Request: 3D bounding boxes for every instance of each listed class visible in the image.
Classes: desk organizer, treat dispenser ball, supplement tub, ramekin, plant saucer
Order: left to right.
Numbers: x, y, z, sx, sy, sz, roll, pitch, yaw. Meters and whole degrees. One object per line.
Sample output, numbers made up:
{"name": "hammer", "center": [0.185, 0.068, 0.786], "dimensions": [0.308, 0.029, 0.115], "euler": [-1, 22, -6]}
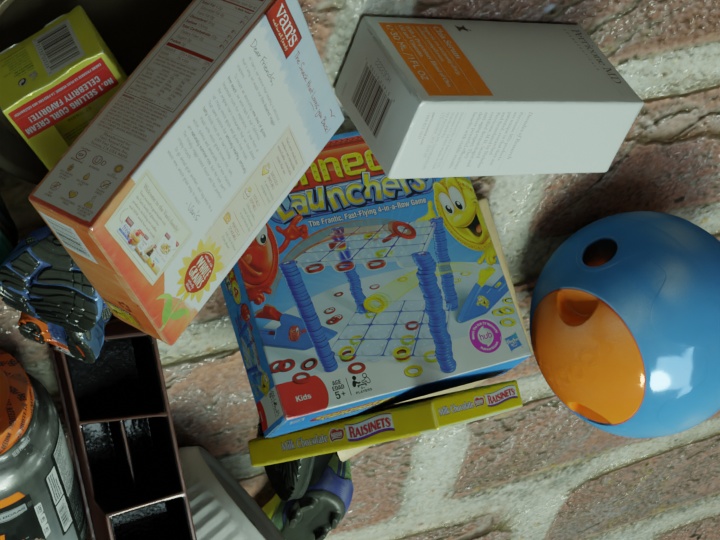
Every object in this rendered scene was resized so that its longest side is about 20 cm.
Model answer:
{"name": "supplement tub", "center": [-0.284, 0.155, 1.083], "dimensions": [0.122, 0.123, 0.200], "euler": [-19, 142, -14]}
{"name": "plant saucer", "center": [-0.160, -0.134, 0.906], "dimensions": [0.199, 0.030, 0.201], "euler": [-18, 141, -15]}
{"name": "desk organizer", "center": [-0.180, 0.140, 1.085], "dimensions": [0.071, 0.077, 0.201], "euler": [-14, 102, -20]}
{"name": "ramekin", "center": [-0.132, 0.249, 1.243], "dimensions": [0.105, 0.200, 0.200], "euler": [-40, 144, -5]}
{"name": "treat dispenser ball", "center": [0.251, 0.048, 1.256], "dimensions": [0.200, 0.201, 0.201], "euler": [-19, 142, -15]}

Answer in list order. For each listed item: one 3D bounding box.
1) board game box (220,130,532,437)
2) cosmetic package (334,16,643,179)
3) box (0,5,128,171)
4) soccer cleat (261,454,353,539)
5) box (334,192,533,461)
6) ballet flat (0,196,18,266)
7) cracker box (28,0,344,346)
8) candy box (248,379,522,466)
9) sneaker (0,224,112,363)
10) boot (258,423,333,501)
{"name": "board game box", "center": [0.000, 0.000, 1.029], "dimensions": [0.199, 0.197, 0.056], "euler": [-13, 166, -22]}
{"name": "cosmetic package", "center": [0.094, -0.126, 1.028], "dimensions": [0.199, 0.102, 0.071], "euler": [-4, 136, -32]}
{"name": "box", "center": [-0.160, -0.076, 0.908], "dimensions": [0.075, 0.050, 0.200], "euler": [-31, 144, -2]}
{"name": "soccer cleat", "center": [-0.069, 0.244, 1.385], "dimensions": [0.065, 0.084, 0.200], "euler": [34, 133, -15]}
{"name": "box", "center": [0.042, 0.049, 1.190], "dimensions": [0.199, 0.021, 0.164], "euler": [-28, 117, -15]}
{"name": "ballet flat", "center": [-0.269, -0.067, 0.872], "dimensions": [0.068, 0.069, 0.200], "euler": [-20, 152, -7]}
{"name": "cracker box", "center": [-0.100, -0.072, 0.875], "dimensions": [0.200, 0.058, 0.134], "euler": [-53, 149, -20]}
{"name": "candy box", "center": [0.016, 0.117, 1.071], "dimensions": [0.199, 0.027, 0.102], "euler": [-17, 171, 42]}
{"name": "sneaker", "center": [-0.201, 0.001, 0.965], "dimensions": [0.075, 0.079, 0.200], "euler": [21, 161, -6]}
{"name": "boot", "center": [0.004, 0.123, 1.278], "dimensions": [0.157, 0.080, 0.212], "euler": [-6, 137, -29]}
